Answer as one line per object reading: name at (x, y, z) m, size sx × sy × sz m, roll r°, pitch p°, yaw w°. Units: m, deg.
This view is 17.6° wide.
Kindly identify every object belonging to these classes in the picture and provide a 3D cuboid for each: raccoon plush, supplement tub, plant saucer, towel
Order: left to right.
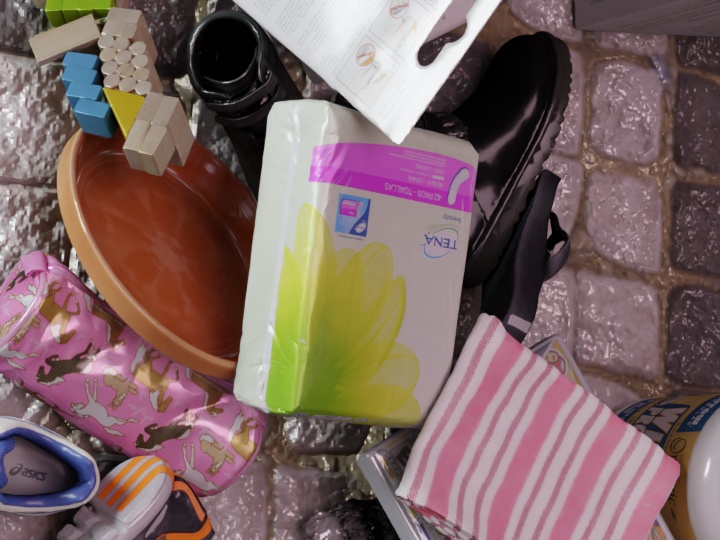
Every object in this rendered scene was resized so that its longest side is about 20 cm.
plant saucer at (-0.123, -0.015, 1.537) m, size 0.200 × 0.032 × 0.201 m, roll 35°, pitch 33°, yaw -27°
raccoon plush at (0.052, 0.120, 1.646) m, size 0.199 × 0.097 × 0.135 m, roll -3°, pitch 79°, yaw -30°
towel at (0.124, 0.139, 1.564) m, size 0.200 × 0.030 × 0.147 m, roll 38°, pitch 63°, yaw -25°
supplement tub at (0.268, 0.162, 1.700) m, size 0.144 × 0.200 × 0.146 m, roll 4°, pitch 83°, yaw -30°

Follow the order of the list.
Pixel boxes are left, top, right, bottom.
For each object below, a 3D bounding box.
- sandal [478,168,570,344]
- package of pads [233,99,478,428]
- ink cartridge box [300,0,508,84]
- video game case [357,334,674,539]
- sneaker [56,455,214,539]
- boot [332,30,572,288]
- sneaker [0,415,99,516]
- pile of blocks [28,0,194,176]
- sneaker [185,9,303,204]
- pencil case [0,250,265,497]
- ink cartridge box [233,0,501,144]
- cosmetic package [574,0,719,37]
sandal at (0.119, 0.004, 1.669) m, size 0.043 × 0.076 × 0.201 m, roll 28°, pitch 40°, yaw -9°
package of pads at (0.000, 0.000, 1.521) m, size 0.154 × 0.068 × 0.201 m, roll 11°, pitch 86°, yaw -47°
ink cartridge box at (0.057, -0.217, 1.647) m, size 0.199 × 0.145 × 0.084 m, roll -29°, pitch 98°, yaw -30°
video game case at (0.117, 0.171, 1.599) m, size 0.182 × 0.023 × 0.201 m, roll -30°, pitch 90°, yaw -29°
sneaker at (-0.169, 0.225, 1.510) m, size 0.200 × 0.078 × 0.112 m, roll -43°, pitch 124°, yaw -11°
boot at (0.056, -0.108, 1.674) m, size 0.157 × 0.079 × 0.212 m, roll 30°, pitch 71°, yaw -24°
sneaker at (-0.258, 0.110, 1.462) m, size 0.199 × 0.088 × 0.076 m, roll 10°, pitch 82°, yaw -28°
pile of blocks at (-0.166, -0.128, 1.532) m, size 0.082 × 0.062 × 0.201 m, roll -20°, pitch 55°, yaw -2°
sneaker at (-0.062, -0.089, 1.565) m, size 0.070 × 0.099 × 0.201 m, roll -29°, pitch 81°, yaw 8°
pencil case at (-0.157, 0.069, 1.529) m, size 0.200 × 0.083 × 0.087 m, roll 34°, pitch 71°, yaw -22°
ink cartridge box at (0.018, -0.192, 1.492) m, size 0.163 × 0.200 × 0.057 m, roll -55°, pitch 149°, yaw 12°
cosmetic package at (0.284, -0.272, 1.775) m, size 0.199 × 0.165 × 0.166 m, roll -2°, pitch 87°, yaw -31°
